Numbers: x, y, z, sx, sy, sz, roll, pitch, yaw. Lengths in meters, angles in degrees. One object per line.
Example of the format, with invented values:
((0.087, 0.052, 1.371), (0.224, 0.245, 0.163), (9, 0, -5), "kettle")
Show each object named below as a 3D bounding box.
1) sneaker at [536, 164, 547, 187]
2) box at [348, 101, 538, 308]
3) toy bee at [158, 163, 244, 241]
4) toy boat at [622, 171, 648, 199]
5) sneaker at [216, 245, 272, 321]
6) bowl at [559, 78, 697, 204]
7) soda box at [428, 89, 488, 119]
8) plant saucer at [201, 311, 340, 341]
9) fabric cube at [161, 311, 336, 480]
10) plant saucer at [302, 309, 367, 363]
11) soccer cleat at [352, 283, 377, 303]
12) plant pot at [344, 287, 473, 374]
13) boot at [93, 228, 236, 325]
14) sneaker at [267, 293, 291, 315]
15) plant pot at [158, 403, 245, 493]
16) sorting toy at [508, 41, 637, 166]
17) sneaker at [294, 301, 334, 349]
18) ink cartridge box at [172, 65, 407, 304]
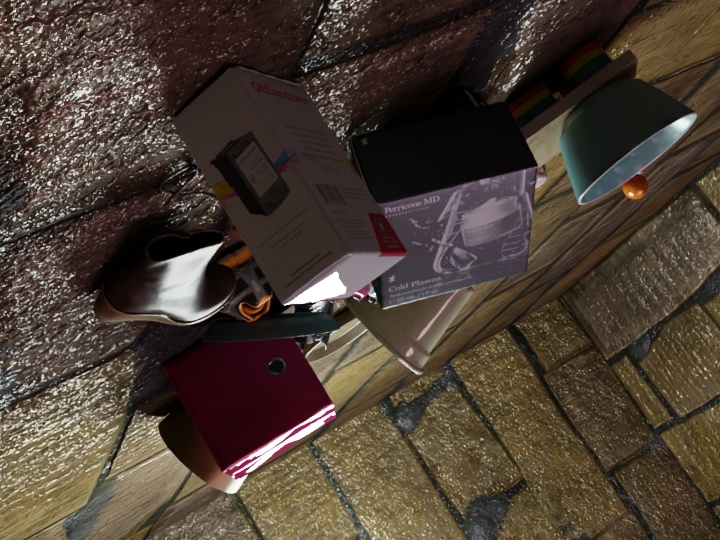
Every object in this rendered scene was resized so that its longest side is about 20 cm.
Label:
((0.242, -0.146, 1.689), (0.105, 0.076, 0.200), (-40, 174, 42), "sneaker")
((0.099, -0.078, 1.244), (0.199, 0.124, 0.197), (-14, 140, -7), "box")
((-0.105, -0.062, 1.069), (0.199, 0.109, 0.131), (-27, 167, -29), "toy bee")
((0.545, -0.205, 2.101), (0.130, 0.131, 0.200), (-42, 165, 32), "toy boat")
((-0.156, 0.036, 1.363), (0.078, 0.077, 0.200), (-33, 169, -13), "sneaker")
((0.362, -0.195, 1.435), (0.200, 0.105, 0.201), (-32, 166, -9), "bowl")
((0.090, -0.145, 1.325), (0.200, 0.071, 0.063), (-40, 166, 23), "soda box")
((-0.129, 0.079, 1.458), (0.199, 0.028, 0.200), (-4, -179, 0), "plant saucer")
((-0.173, 0.197, 1.634), (0.199, 0.197, 0.200), (-30, 168, -8), "fabric cube")
((-0.040, 0.124, 2.068), (0.199, 0.030, 0.200), (-33, 168, -8), "plant saucer")
((0.000, 0.000, 1.592), (0.200, 0.070, 0.087), (13, 98, -76), "soccer cleat")
((0.103, 0.057, 1.877), (0.184, 0.200, 0.200), (-46, 166, 4), "plant pot")
((-0.190, 0.004, 1.145), (0.199, 0.073, 0.166), (-13, 164, -43), "boot")
((-0.065, -0.012, 1.451), (0.200, 0.078, 0.086), (-32, 176, 35), "sneaker")
((-0.227, 0.262, 1.825), (0.200, 0.186, 0.186), (-48, 166, 3), "plant pot")
((0.302, -0.246, 1.494), (0.198, 0.070, 0.200), (-36, 167, 6), "sorting toy")
((-0.079, 0.072, 1.623), (0.200, 0.060, 0.105), (16, 92, -77), "sneaker")
((-0.060, -0.074, 0.927), (0.085, 0.201, 0.147), (-38, 166, 19), "ink cartridge box")
